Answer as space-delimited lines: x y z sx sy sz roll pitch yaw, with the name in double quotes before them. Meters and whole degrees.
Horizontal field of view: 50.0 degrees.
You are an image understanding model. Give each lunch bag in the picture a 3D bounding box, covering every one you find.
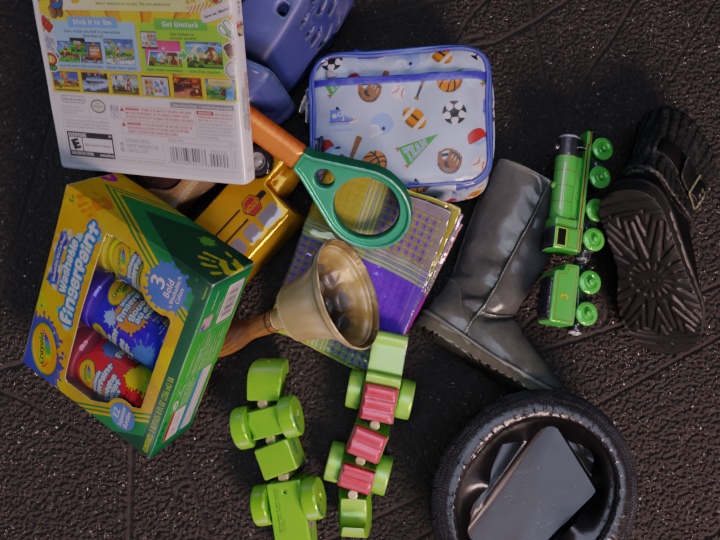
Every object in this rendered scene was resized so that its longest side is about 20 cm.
"lunch bag" 0.037 -0.151 0.786 0.196 0.076 0.163 0 84 8

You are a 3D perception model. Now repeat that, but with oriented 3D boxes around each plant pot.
"plant pot" -0.127 -0.258 0.752 0.197 0.200 0.182 22 91 3

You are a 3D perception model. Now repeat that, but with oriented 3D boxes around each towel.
"towel" 0.000 0.000 0.762 0.142 0.023 0.202 26 108 2

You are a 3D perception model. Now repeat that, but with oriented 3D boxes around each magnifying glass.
"magnifying glass" -0.039 -0.090 0.699 0.199 0.023 0.080 36 121 -11

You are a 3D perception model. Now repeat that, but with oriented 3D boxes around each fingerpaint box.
"fingerpaint box" -0.212 0.041 0.715 0.166 0.073 0.202 33 116 13

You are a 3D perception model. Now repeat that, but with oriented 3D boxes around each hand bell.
"hand bell" -0.091 0.050 0.749 0.198 0.104 0.106 -19 82 27

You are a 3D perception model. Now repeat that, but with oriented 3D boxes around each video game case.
"video game case" -0.189 -0.173 0.669 0.197 0.023 0.185 7 115 19

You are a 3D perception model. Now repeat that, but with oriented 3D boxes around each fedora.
"fedora" 0.159 0.210 0.739 0.197 0.092 0.204 0 83 0

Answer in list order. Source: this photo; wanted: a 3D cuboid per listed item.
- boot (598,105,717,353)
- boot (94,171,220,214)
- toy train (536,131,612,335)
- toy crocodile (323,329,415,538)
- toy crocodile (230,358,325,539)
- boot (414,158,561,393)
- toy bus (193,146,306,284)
"boot" 0.310 -0.040 0.776 0.078 0.213 0.158 1 36 35
"boot" -0.206 -0.140 0.756 0.199 0.072 0.167 -37 88 32
"toy train" 0.204 -0.040 0.745 0.055 0.042 0.204 10 80 -10
"toy crocodile" 0.009 0.158 0.753 0.066 0.062 0.203 15 95 2
"toy crocodile" -0.076 0.187 0.757 0.066 0.062 0.203 -15 85 11
"boot" 0.169 0.012 0.784 0.181 0.073 0.201 33 77 2
"toy bus" -0.124 -0.036 0.770 0.078 0.065 0.200 44 94 7
